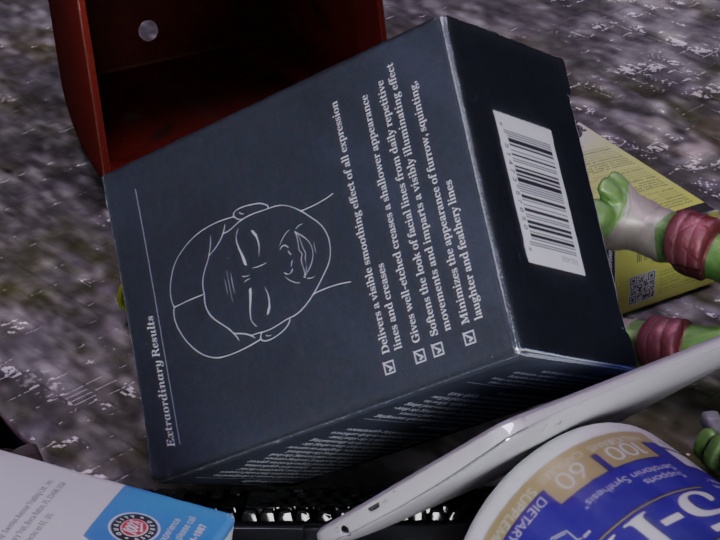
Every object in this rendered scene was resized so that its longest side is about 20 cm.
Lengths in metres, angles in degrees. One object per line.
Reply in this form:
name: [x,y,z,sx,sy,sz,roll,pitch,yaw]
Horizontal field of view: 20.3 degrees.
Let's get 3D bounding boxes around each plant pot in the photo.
plant pot: [-0.113,-0.183,1.294,0.199,0.201,0.176,-15,20,-23]

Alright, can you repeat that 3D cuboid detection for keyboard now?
keyboard: [-0.018,0.116,0.894,0.199,0.021,0.127,-1,14,1]

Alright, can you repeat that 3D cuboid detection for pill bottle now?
pill bottle: [0.135,0.153,0.753,0.119,0.120,0.200,-19,34,-28]

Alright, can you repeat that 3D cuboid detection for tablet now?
tablet: [0.083,0.070,0.872,0.199,0.130,0.014,-16,76,-46]

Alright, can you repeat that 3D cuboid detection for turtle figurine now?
turtle figurine: [0.184,0.018,0.966,0.193,0.145,0.200,14,29,32]

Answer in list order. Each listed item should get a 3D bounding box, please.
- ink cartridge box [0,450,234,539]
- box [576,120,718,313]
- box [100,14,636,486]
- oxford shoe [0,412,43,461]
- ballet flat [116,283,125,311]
ink cartridge box: [-0.164,0.129,0.733,0.199,0.084,0.145,14,24,9]
box: [0.118,-0.046,1.171,0.075,0.050,0.200,-18,34,-26]
box: [0.000,0.000,0.893,0.199,0.149,0.107,-21,-18,31]
oxford shoe: [-0.156,0.121,0.867,0.071,0.073,0.200,-14,33,-23]
ballet flat: [-0.061,0.034,1.038,0.067,0.067,0.200,-40,41,-19]
